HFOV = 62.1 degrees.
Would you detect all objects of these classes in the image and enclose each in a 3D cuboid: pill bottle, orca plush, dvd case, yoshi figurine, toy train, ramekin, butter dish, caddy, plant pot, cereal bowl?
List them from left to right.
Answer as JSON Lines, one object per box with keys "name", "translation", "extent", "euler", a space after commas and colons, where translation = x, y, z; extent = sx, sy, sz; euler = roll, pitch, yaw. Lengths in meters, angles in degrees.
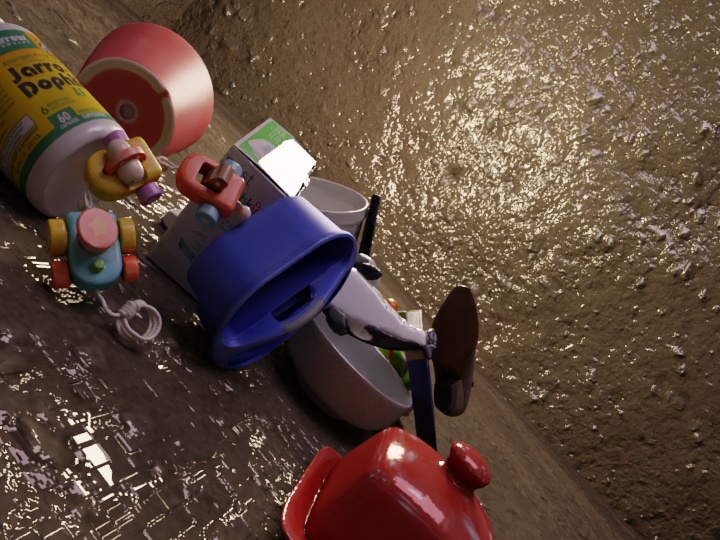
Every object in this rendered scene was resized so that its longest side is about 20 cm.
{"name": "pill bottle", "translation": [-0.328, -0.161, 0.578], "extent": [0.200, 0.113, 0.113], "euler": [45, 7, 5]}
{"name": "plant pot", "translation": [-0.324, -0.248, 0.877], "extent": [0.200, 0.200, 0.178], "euler": [41, 15, -21]}
{"name": "toy train", "translation": [-0.180, -0.050, 0.528], "extent": [0.148, 0.204, 0.055], "euler": [34, -34, -17]}
{"name": "caddy", "translation": [-0.088, 0.019, 0.640], "extent": [0.105, 0.198, 0.143], "euler": [42, -28, 22]}
{"name": "ramekin", "translation": [-0.091, -0.078, 0.967], "extent": [0.194, 0.108, 0.201], "euler": [12, 21, -4]}
{"name": "cereal bowl", "translation": [-0.026, 0.133, 0.787], "extent": [0.200, 0.084, 0.200], "euler": [43, 7, -6]}
{"name": "dvd case", "translation": [0.000, 0.000, 0.963], "extent": [0.017, 0.206, 0.143], "euler": [13, -23, -2]}
{"name": "orca plush", "translation": [0.007, 0.055, 0.787], "extent": [0.195, 0.108, 0.071], "euler": [19, -28, -12]}
{"name": "yoshi figurine", "translation": [0.042, 0.144, 0.966], "extent": [0.114, 0.110, 0.201], "euler": [62, 24, -22]}
{"name": "butter dish", "translation": [0.052, 0.212, 0.515], "extent": [0.200, 0.148, 0.199], "euler": [44, 6, 5]}

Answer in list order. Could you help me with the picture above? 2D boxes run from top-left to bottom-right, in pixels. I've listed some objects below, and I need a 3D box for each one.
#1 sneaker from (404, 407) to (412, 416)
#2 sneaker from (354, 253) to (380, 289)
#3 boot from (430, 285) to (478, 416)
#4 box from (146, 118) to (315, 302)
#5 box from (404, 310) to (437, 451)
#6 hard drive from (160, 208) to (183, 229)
{"name": "sneaker", "translation": [0.051, 0.166, 1.045], "extent": [0.080, 0.088, 0.201], "euler": [41, 9, -33]}
{"name": "sneaker", "translation": [-0.070, 0.007, 0.843], "extent": [0.081, 0.193, 0.073], "euler": [80, 0, -66]}
{"name": "boot", "translation": [0.149, 0.123, 0.913], "extent": [0.068, 0.207, 0.146], "euler": [13, 5, 20]}
{"name": "box", "translation": [-0.152, -0.082, 0.762], "extent": [0.096, 0.177, 0.201], "euler": [40, 20, -11]}
{"name": "box", "translation": [0.090, 0.178, 0.877], "extent": [0.122, 0.031, 0.206], "euler": [-81, 165, -68]}
{"name": "hard drive", "translation": [-0.218, -0.043, 0.916], "extent": [0.132, 0.025, 0.200], "euler": [45, 7, -5]}
